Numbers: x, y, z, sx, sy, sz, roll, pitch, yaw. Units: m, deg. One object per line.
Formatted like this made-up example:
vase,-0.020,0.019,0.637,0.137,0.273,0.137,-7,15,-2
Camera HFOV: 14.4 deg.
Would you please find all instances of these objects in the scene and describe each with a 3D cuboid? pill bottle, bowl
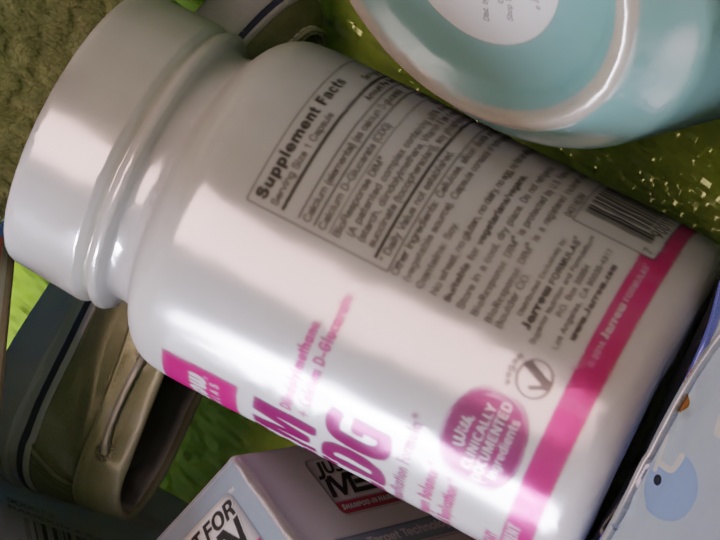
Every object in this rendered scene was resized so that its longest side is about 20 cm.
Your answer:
pill bottle,0.000,0.000,0.869,0.200,0.113,0.114,27,110,11
bowl,0.062,-0.115,0.824,0.201,0.105,0.201,27,137,28

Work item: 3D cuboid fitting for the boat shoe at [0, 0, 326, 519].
boat shoe,-0.056,-0.008,0.965,0.062,0.072,0.200,25,85,20

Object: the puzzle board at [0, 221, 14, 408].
puzzle board,-0.191,0.071,0.919,0.200,0.017,0.151,-17,59,36

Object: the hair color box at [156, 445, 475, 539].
hair color box,0.028,0.146,0.890,0.061,0.099,0.200,-47,68,29

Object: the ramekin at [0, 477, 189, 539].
ramekin,-0.108,0.132,0.961,0.200,0.200,0.098,33,104,28

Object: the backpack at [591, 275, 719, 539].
backpack,0.162,0.091,0.800,0.190,0.154,0.200,31,112,19

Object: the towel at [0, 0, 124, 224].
towel,-0.138,-0.098,0.889,0.148,0.200,0.036,38,148,-16
